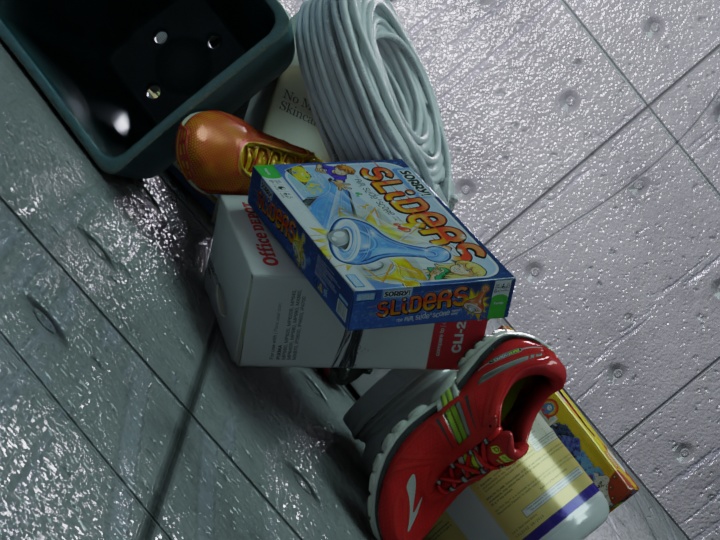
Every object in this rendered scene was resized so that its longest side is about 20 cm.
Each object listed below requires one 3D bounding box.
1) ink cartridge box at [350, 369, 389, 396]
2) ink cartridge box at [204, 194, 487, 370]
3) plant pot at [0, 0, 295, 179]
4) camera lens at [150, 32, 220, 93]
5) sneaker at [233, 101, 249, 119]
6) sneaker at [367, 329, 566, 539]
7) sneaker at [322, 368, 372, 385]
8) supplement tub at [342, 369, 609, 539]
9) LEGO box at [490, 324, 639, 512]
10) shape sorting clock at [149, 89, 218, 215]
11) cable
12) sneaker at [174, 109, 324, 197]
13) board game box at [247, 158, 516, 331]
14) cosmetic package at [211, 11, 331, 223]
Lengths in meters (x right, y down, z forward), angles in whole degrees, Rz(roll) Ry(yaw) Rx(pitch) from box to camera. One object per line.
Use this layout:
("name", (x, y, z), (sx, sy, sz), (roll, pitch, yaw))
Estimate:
("ink cartridge box", (-0.003, 0.039, 1.783), (0.200, 0.086, 0.148), (51, 7, 16))
("ink cartridge box", (-0.012, 0.009, 1.429), (0.198, 0.084, 0.145), (1, 27, -17))
("plant pot", (-0.172, -0.198, 1.546), (0.197, 0.195, 0.200), (51, 2, 10))
("camera lens", (-0.196, -0.279, 1.891), (0.201, 0.160, 0.160), (53, 7, 17))
("sneaker", (-0.077, -0.095, 1.747), (0.114, 0.076, 0.200), (38, 14, -30))
("sneaker", (0.081, 0.131, 1.362), (0.085, 0.201, 0.077), (25, -17, 47))
("sneaker", (0.000, 0.000, 1.634), (0.098, 0.202, 0.071), (38, 21, 26))
("supplement tub", (0.092, 0.164, 1.485), (0.201, 0.145, 0.145), (52, 7, 10))
("LEGO box", (0.150, 0.180, 1.754), (0.200, 0.149, 0.077), (52, 7, 15))
("shape sorting clock", (-0.161, -0.115, 1.764), (0.200, 0.039, 0.200), (50, 7, -8))
("cable", (0.011, -0.150, 1.540), (0.200, 0.069, 0.201), (54, 24, -40))
("sneaker", (-0.077, -0.089, 1.476), (0.199, 0.077, 0.074), (14, 78, -54))
("board game box", (0.012, -0.024, 1.366), (0.134, 0.035, 0.200), (-4, 31, -26))
("cosmetic package", (-0.052, -0.120, 1.629), (0.103, 0.202, 0.073), (24, -23, -20))
